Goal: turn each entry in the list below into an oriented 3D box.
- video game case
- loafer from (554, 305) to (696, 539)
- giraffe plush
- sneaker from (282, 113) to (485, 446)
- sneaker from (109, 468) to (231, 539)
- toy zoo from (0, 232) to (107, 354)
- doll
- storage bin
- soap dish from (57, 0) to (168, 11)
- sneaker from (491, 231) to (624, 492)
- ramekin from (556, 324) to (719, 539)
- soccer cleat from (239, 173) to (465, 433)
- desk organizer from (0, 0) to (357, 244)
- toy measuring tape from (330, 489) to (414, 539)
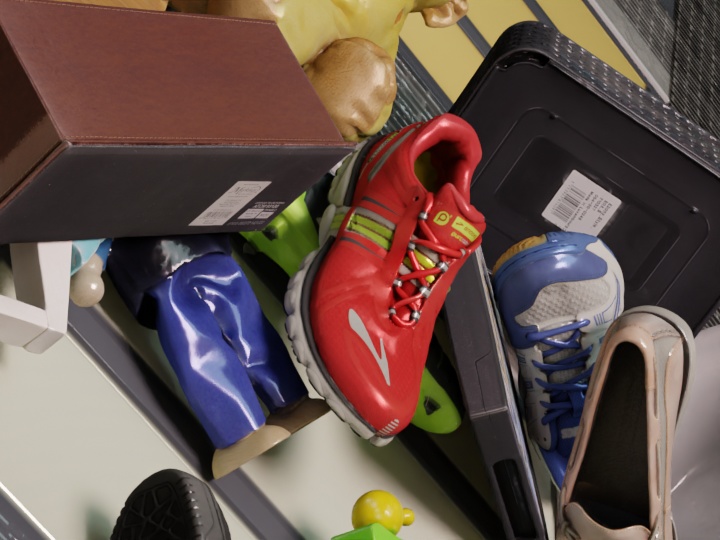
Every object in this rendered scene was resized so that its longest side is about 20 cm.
[{"bbox_3d":[0.068,0.046,1.100,0.181,0.025,0.200,71,7,-51],"label":"video game case"},{"bbox_3d":[0.137,0.119,1.071,0.063,0.072,0.200,-13,112,-66],"label":"loafer"},{"bbox_3d":[0.002,-0.164,1.086,0.200,0.162,0.173,37,2,-45],"label":"giraffe plush"},{"bbox_3d":[0.020,-0.007,0.964,0.077,0.085,0.200,39,40,-29],"label":"sneaker"},{"bbox_3d":[-0.044,0.184,0.796,0.104,0.060,0.200,26,45,-47],"label":"sneaker"},{"bbox_3d":[-0.188,-0.041,0.807,0.200,0.020,0.131,22,43,-42],"label":"toy zoo"},{"bbox_3d":[-0.093,-0.003,0.925,0.136,0.048,0.200,-26,84,-55],"label":"doll"},{"bbox_3d":[0.142,-0.047,1.231,0.200,0.135,0.094,33,19,-5],"label":"storage bin"},{"bbox_3d":[-0.173,-0.200,0.968,0.200,0.081,0.157,43,29,-32],"label":"soap dish"},{"bbox_3d":[0.124,0.057,1.128,0.200,0.075,0.088,69,9,-54],"label":"sneaker"},{"bbox_3d":[0.229,0.132,1.193,0.098,0.200,0.201,54,24,-28],"label":"ramekin"},{"bbox_3d":[0.000,0.000,1.055,0.200,0.068,0.081,51,55,-12],"label":"soccer cleat"},{"bbox_3d":[-0.098,-0.065,0.865,0.200,0.072,0.077,-5,60,-56],"label":"desk organizer"},{"bbox_3d":[0.031,0.199,0.910,0.074,0.074,0.200,15,58,-55],"label":"toy measuring tape"}]
